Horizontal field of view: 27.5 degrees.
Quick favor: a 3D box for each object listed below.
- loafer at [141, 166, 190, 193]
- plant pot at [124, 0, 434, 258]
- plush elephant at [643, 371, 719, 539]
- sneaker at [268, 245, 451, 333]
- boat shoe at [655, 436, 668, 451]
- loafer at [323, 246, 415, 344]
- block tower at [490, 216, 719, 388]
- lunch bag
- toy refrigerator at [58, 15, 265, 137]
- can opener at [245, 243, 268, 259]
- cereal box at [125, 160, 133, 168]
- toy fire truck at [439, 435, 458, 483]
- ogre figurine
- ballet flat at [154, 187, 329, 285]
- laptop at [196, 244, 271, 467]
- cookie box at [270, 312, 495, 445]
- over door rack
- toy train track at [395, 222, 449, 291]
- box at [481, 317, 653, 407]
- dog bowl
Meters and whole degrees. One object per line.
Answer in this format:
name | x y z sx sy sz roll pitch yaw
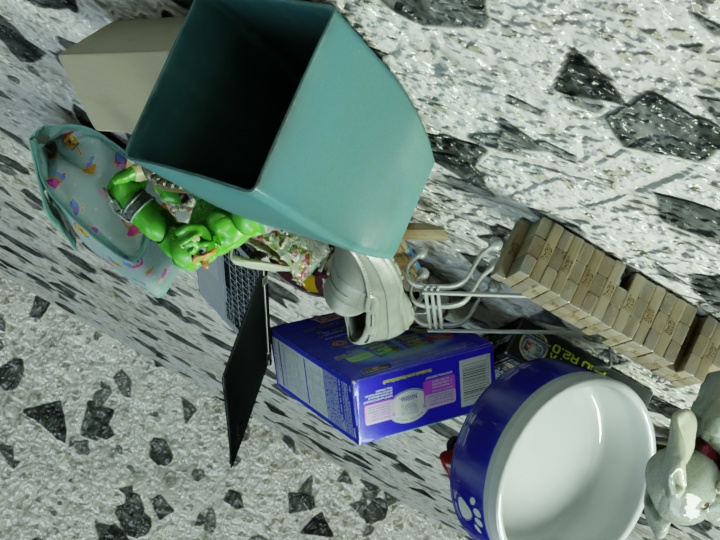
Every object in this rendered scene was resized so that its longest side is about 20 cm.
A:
loafer | -0.094 -0.099 1.265 0.198 0.077 0.068 10 -154 -23
plant pot | -0.041 -0.096 1.106 0.140 0.143 0.200 17 170 39
plush elephant | 0.316 0.166 1.272 0.198 0.156 0.165 24 166 17
sneaker | 0.000 0.000 1.498 0.198 0.076 0.090 19 167 4
boat shoe | 0.281 0.209 1.609 0.198 0.072 0.066 -1 148 10
loafer | 0.000 0.012 1.307 0.070 0.069 0.201 57 174 31
block tower | 0.208 0.028 1.210 0.199 0.054 0.058 29 166 -5
lunch bag | -0.294 -0.077 1.705 0.199 0.122 0.170 35 170 10
toy refrigerator | -0.165 -0.162 1.208 0.199 0.070 0.076 9 130 53
can opener | -0.062 -0.020 1.616 0.199 0.053 0.066 22 -160 33
cereal box | -0.165 -0.108 1.496 0.143 0.040 0.200 29 167 -5
toy fire truck | 0.179 0.190 1.481 0.049 0.199 0.142 6 126 55
ogre figurine | -0.146 -0.070 1.370 0.121 0.199 0.098 57 -159 -10
ballet flat | -0.126 -0.042 1.450 0.198 0.065 0.076 20 167 15
laptop | -0.154 0.062 1.531 0.200 0.115 0.188 45 154 25
cookie box | 0.022 0.100 1.554 0.169 0.076 0.200 -13 -161 -25
over door rack | 0.143 0.026 1.336 0.198 0.067 0.148 13 165 9
toy train track | 0.034 -0.031 1.361 0.113 0.033 0.200 2 158 15
box | 0.203 0.120 1.573 0.159 0.045 0.200 31 166 -5
dog bowl | 0.184 0.188 1.400 0.200 0.201 0.079 38 170 -35
